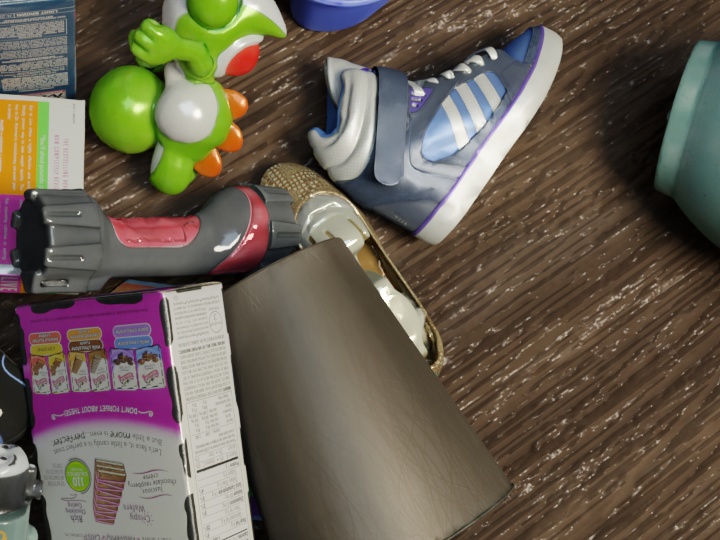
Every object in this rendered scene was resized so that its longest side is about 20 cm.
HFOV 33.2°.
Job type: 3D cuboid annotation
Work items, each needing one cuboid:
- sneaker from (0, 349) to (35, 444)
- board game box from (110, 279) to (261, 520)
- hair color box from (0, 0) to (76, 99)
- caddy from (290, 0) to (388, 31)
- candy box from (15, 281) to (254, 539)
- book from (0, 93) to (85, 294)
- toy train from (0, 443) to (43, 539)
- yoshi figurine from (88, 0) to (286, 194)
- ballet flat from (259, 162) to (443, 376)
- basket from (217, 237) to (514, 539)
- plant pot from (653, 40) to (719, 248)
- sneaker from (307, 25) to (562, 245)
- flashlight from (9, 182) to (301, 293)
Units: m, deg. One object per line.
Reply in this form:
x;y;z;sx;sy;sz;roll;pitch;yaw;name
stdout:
-0.297;0.044;0.795;0.199;0.070;0.078;38;54;-2;sneaker
-0.106;0.090;0.844;0.197;0.039;0.160;8;79;-13;board game box
-0.218;-0.183;0.776;0.060;0.200;0.101;-8;83;-15;hair color box
0.000;-0.273;0.897;0.200;0.105;0.142;-42;92;-17;caddy
-0.141;0.114;0.767;0.061;0.135;0.203;-8;92;-55;candy box
-0.283;-0.053;0.790;0.197;0.048;0.135;4;62;-18;book
-0.259;0.194;0.746;0.112;0.085;0.203;6;103;-14;toy train
-0.132;-0.155;0.832;0.112;0.111;0.202;-4;118;-49;yoshi figurine
0.000;0.000;0.874;0.070;0.065;0.201;-38;92;-20;ballet flat
-0.017;0.093;0.795;0.179;0.136;0.202;-25;84;-36;basket
0.303;-0.102;0.919;0.133;0.201;0.202;18;75;17;plant pot
0.048;-0.135;0.900;0.146;0.081;0.201;35;78;-9;sneaker
-0.131;-0.028;0.799;0.199;0.068;0.068;1;41;-45;flashlight
